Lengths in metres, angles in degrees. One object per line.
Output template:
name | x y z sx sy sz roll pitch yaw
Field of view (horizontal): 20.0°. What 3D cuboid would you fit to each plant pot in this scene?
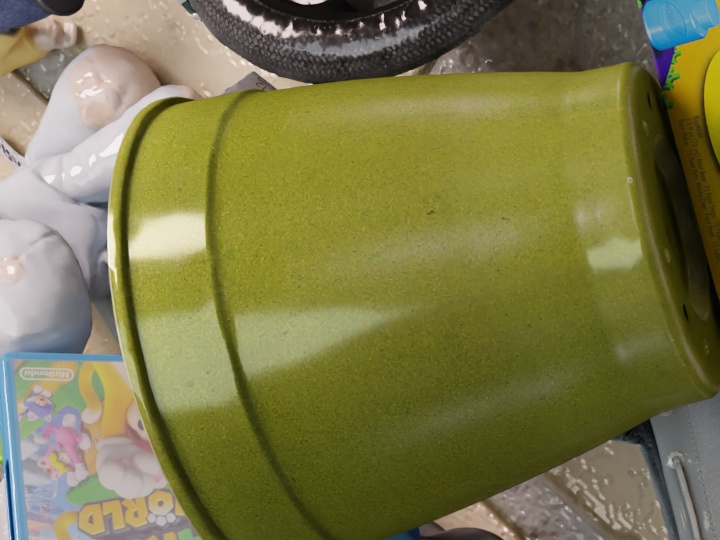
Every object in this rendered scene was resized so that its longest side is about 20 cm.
plant pot | 0.035 0.005 0.795 0.193 0.200 0.201 -14 94 18

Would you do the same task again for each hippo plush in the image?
hippo plush | -0.166 -0.025 1.014 0.200 0.161 0.160 22 114 27

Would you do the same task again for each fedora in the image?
fedora | 0.019 -0.160 0.876 0.200 0.092 0.201 -6 72 19

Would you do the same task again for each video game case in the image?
video game case | -0.084 0.128 0.914 0.018 0.143 0.200 123 143 -52

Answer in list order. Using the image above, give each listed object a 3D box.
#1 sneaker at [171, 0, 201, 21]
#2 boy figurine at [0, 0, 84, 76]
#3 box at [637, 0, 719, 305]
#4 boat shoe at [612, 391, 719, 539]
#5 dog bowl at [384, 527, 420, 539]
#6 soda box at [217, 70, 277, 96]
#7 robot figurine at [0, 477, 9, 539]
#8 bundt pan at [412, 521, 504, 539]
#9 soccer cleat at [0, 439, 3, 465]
sneaker | -0.096 -0.159 0.926 0.071 0.080 0.200 -18 133 31
boy figurine | -0.208 -0.136 1.053 0.200 0.124 0.065 -14 64 56
box | 0.231 -0.055 0.767 0.192 0.122 0.200 -14 95 34
boat shoe | 0.125 0.049 0.852 0.071 0.070 0.201 -19 58 -3
dog bowl | 0.006 0.158 0.892 0.200 0.111 0.050 53 137 11
soda box | 0.000 0.000 0.944 0.200 0.064 0.068 38 121 3
robot figurine | -0.109 0.152 0.972 0.169 0.113 0.200 -23 63 7
bundt pan | 0.044 0.210 0.988 0.202 0.076 0.202 10 108 32
soccer cleat | -0.130 0.106 1.087 0.200 0.081 0.068 33 98 -1
